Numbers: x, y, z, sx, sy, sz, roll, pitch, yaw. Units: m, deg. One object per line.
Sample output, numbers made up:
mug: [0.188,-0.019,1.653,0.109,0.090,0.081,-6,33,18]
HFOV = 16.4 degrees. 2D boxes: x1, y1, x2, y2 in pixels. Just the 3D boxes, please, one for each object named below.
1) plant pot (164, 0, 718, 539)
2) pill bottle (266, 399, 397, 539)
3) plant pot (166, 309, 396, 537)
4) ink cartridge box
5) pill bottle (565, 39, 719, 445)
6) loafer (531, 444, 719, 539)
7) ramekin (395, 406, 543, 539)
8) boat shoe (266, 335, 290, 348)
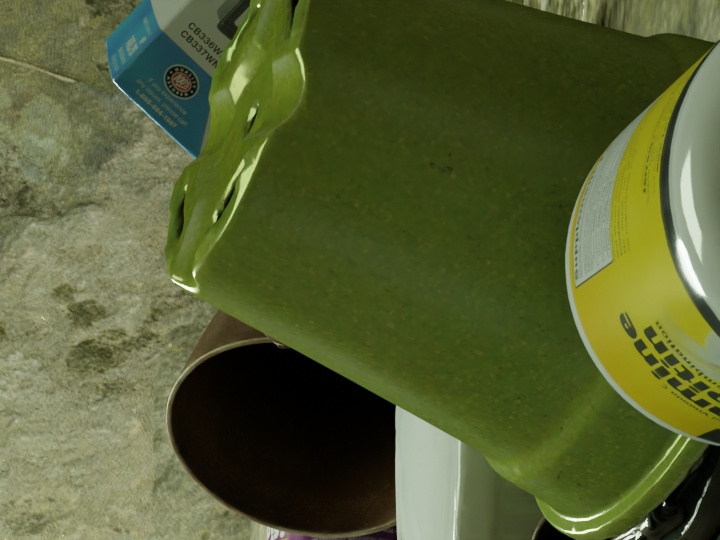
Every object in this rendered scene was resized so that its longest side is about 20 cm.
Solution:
plant pot: [0.034,-0.025,0.916,0.200,0.183,0.202,-160,90,-75]
pill bottle: [-0.012,0.203,1.775,0.112,0.111,0.201,106,164,-64]
plant pot: [-0.020,0.046,1.706,0.201,0.186,0.188,-75,-5,-46]
ink cartridge box: [-0.041,-0.157,1.575,0.200,0.147,0.146,-46,15,6]
pill bottle: [0.122,-0.007,0.727,0.200,0.111,0.113,126,145,-78]
loafer: [0.113,0.079,0.975,0.200,0.062,0.072,103,167,-58]
ramekin: [0.075,0.088,1.166,0.202,0.094,0.204,-178,90,-83]
boat shoe: [0.000,0.000,1.295,0.200,0.070,0.071,-42,-43,-74]
